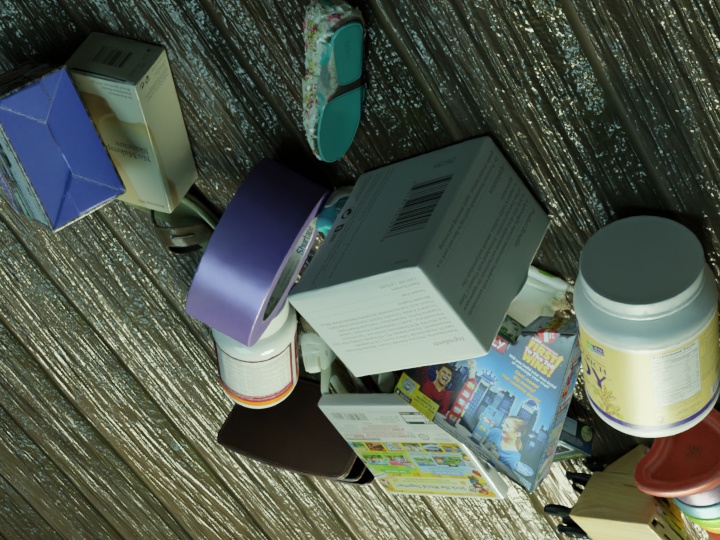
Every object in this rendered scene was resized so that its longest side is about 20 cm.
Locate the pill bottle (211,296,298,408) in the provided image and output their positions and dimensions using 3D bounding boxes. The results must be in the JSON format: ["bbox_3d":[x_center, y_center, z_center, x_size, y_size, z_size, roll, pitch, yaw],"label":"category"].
[{"bbox_3d":[-0.135,0.085,1.781,0.109,0.110,0.201,21,148,13],"label":"pill bottle"}]

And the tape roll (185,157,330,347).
[{"bbox_3d":[-0.115,-0.020,1.578,0.084,0.201,0.201,28,144,4],"label":"tape roll"}]

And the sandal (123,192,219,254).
[{"bbox_3d":[-0.210,-0.043,1.732,0.200,0.058,0.080,36,150,-15],"label":"sandal"}]

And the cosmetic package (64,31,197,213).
[{"bbox_3d":[-0.265,-0.169,1.616,0.104,0.071,0.201,14,141,22],"label":"cosmetic package"}]

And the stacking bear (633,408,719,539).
[{"bbox_3d":[0.417,0.256,1.617,0.113,0.122,0.200,4,146,41],"label":"stacking bear"}]

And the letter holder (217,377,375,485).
[{"bbox_3d":[-0.078,0.238,1.909,0.198,0.143,0.101,13,141,22],"label":"letter holder"}]

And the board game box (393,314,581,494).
[{"bbox_3d":[0.166,0.111,1.568,0.199,0.062,0.201,36,119,15],"label":"board game box"}]

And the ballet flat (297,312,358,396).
[{"bbox_3d":[-0.035,0.125,1.801,0.067,0.076,0.201,0,134,36],"label":"ballet flat"}]

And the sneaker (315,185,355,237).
[{"bbox_3d":[0.000,0.000,1.607,0.077,0.080,0.201,-1,126,40],"label":"sneaker"}]

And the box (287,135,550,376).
[{"bbox_3d":[0.063,-0.012,1.461,0.199,0.200,0.131,-14,125,44],"label":"box"}]

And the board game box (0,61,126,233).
[{"bbox_3d":[-0.368,-0.147,1.599,0.200,0.096,0.161,20,137,63],"label":"board game box"}]

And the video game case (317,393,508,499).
[{"bbox_3d":[0.065,0.221,1.756,0.199,0.023,0.183,-6,131,43],"label":"video game case"}]

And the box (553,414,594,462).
[{"bbox_3d":[0.174,0.204,1.735,0.136,0.038,0.199,26,153,-28],"label":"box"}]

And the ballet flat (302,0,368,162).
[{"bbox_3d":[-0.031,-0.202,1.431,0.064,0.075,0.201,49,149,30],"label":"ballet flat"}]

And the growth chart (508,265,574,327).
[{"bbox_3d":[0.153,0.051,1.601,0.144,0.018,0.201,29,136,0],"label":"growth chart"}]

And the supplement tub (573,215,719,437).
[{"bbox_3d":[0.295,0.058,1.428,0.144,0.146,0.201,10,140,26],"label":"supplement tub"}]

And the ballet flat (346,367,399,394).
[{"bbox_3d":[0.004,0.097,1.739,0.067,0.068,0.201,36,164,50],"label":"ballet flat"}]

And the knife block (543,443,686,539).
[{"bbox_3d":[0.301,0.303,1.697,0.064,0.201,0.175,42,113,-17],"label":"knife block"}]
